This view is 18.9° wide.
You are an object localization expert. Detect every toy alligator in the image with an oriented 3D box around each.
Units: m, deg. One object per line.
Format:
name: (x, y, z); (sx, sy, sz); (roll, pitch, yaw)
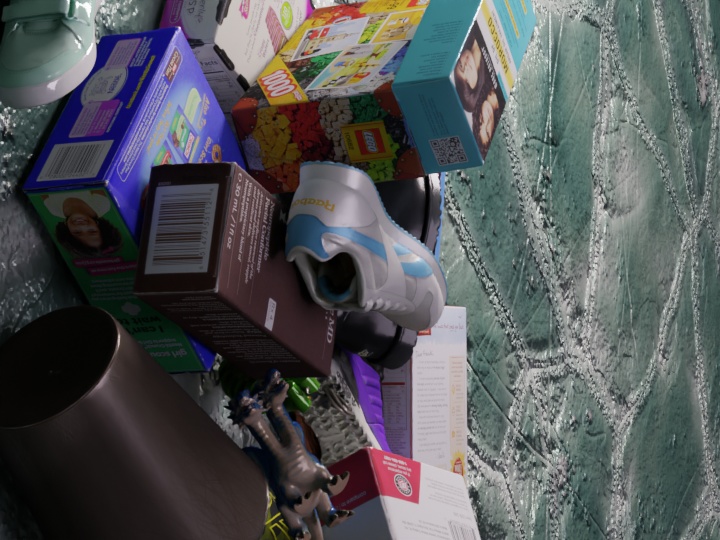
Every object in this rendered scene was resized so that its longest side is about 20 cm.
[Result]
toy alligator: (-0.070, 0.093, 1.714); (0.054, 0.200, 0.059); (-45, 120, -7)

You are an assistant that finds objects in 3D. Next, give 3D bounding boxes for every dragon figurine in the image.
dragon figurine: (-0.056, 0.156, 1.663); (0.059, 0.100, 0.201); (-30, 149, -16)

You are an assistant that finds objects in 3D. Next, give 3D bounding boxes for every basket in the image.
basket: (-0.172, 0.134, 1.514); (0.181, 0.135, 0.201); (-60, 136, -32)

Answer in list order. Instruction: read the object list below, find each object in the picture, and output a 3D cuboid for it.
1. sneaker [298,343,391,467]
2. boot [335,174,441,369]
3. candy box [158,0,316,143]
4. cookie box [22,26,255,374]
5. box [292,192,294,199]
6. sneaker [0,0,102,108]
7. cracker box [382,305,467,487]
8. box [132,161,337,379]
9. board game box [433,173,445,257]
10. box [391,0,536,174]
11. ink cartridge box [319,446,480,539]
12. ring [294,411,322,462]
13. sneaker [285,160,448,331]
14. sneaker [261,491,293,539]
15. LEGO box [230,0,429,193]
sneaker: (-0.003, 0.121, 1.882); (0.100, 0.069, 0.201); (-63, 142, -48)
boot: (-0.022, -0.031, 1.792); (0.167, 0.076, 0.202); (23, 64, -31)
candy box: (-0.088, -0.180, 1.785); (0.200, 0.061, 0.137); (54, 40, -50)
cookie box: (-0.153, -0.049, 1.622); (0.172, 0.075, 0.201); (-70, 146, -40)
box: (0.003, -0.072, 1.955); (0.200, 0.049, 0.163); (27, 60, -59)
sneaker: (-0.224, -0.208, 1.493); (0.201, 0.073, 0.119); (-80, 159, -45)
cracker box: (0.050, 0.132, 2.006); (0.134, 0.057, 0.202); (6, 84, -65)
box: (-0.086, 0.004, 1.592); (0.200, 0.074, 0.101); (42, 51, -61)
board game box: (0.053, -0.048, 1.933); (0.200, 0.039, 0.160); (-47, 141, -86)
box: (0.082, -0.167, 1.660); (0.201, 0.049, 0.083); (-68, 143, -47)
ink cartridge box: (0.040, 0.257, 1.739); (0.147, 0.085, 0.201); (26, 43, -52)
ring: (-0.018, 0.096, 1.953); (0.200, 0.019, 0.202); (-3, 90, -65)
sneaker: (0.000, 0.000, 1.624); (0.200, 0.076, 0.081); (47, 53, -48)
sneaker: (-0.086, 0.196, 1.740); (0.200, 0.074, 0.085); (-5, 92, -64)
LEGO box: (0.005, -0.144, 1.724); (0.200, 0.148, 0.078); (-58, 137, -55)
